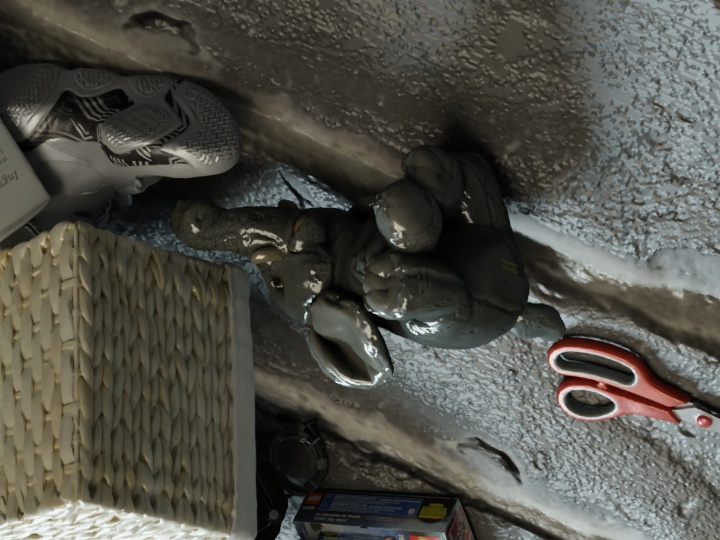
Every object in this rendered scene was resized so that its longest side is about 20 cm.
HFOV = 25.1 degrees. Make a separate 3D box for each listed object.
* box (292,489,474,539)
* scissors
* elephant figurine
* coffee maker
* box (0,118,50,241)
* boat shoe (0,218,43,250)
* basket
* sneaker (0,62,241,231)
[{"bbox_3d":[0.041,0.263,1.310,0.136,0.040,0.201,0,129,28],"label":"box"},{"bbox_3d":[0.220,0.091,1.081,0.198,0.014,0.074,14,132,18],"label":"scissors"},{"bbox_3d":[0.000,0.000,1.043,0.199,0.141,0.157,-19,85,42],"label":"elephant figurine"},{"bbox_3d":[-0.130,0.215,1.272,0.190,0.136,0.200,-6,158,-18],"label":"coffee maker"},{"bbox_3d":[-0.350,-0.036,1.082,0.198,0.200,0.131,-10,116,55],"label":"box"},{"bbox_3d":[-0.291,0.018,1.245,0.067,0.057,0.200,40,135,-11],"label":"boat shoe"},{"bbox_3d":[-0.189,0.097,1.072,0.197,0.202,0.160,-20,155,36],"label":"basket"},{"bbox_3d":[-0.161,-0.070,1.091,0.198,0.075,0.116,12,134,24],"label":"sneaker"}]
